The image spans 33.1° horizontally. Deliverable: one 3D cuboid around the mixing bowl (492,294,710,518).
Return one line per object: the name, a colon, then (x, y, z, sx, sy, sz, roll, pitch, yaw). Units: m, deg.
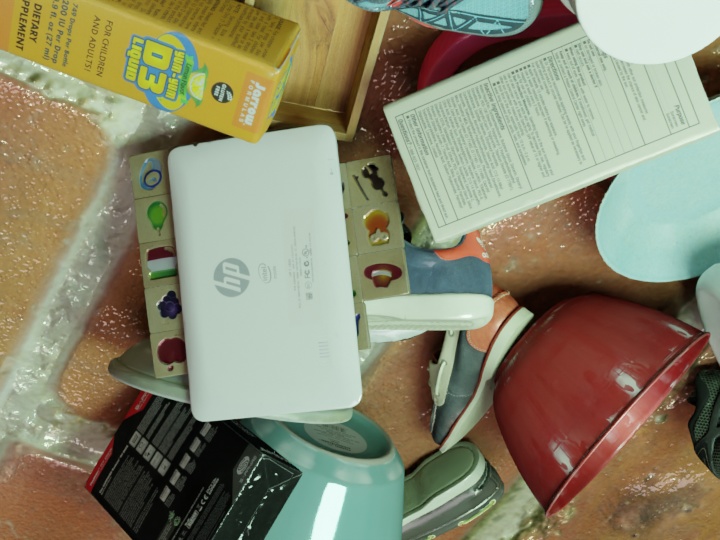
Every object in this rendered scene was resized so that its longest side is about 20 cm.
mixing bowl: (0.182, 0.093, 1.001, 0.108, 0.200, 0.200, 42, 126, 18)

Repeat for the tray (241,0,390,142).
tray: (-0.030, -0.188, 0.834, 0.098, 0.037, 0.200, 9, 129, -11)

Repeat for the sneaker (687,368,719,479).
sneaker: (0.364, 0.096, 1.071, 0.200, 0.114, 0.076, -49, 126, -1)

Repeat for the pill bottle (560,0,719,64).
pill bottle: (0.157, -0.213, 0.717, 0.114, 0.200, 0.114, -2, 130, -2)

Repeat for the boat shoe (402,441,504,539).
boat shoe: (0.042, 0.236, 1.162, 0.201, 0.072, 0.061, -30, 123, 18)

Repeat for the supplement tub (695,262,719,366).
supplement tub: (0.383, 0.026, 0.950, 0.200, 0.145, 0.145, -25, 127, 1)

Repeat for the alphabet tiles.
alphabet tiles: (-0.067, -0.018, 0.875, 0.199, 0.008, 0.168, -9, 85, 14)

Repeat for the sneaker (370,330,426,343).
sneaker: (-0.018, 0.003, 0.964, 0.199, 0.080, 0.087, -4, 128, -1)

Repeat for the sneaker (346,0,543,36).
sneaker: (0.024, -0.183, 0.756, 0.199, 0.096, 0.079, 17, 127, -16)

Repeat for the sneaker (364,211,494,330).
sneaker: (0.000, 0.000, 0.908, 0.199, 0.085, 0.075, 0, 168, 7)

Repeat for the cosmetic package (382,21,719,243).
cosmetic package: (0.128, -0.101, 0.821, 0.200, 0.073, 0.104, -21, 89, 12)

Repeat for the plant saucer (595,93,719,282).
plant saucer: (0.265, -0.073, 0.924, 0.200, 0.039, 0.201, -13, 141, -11)

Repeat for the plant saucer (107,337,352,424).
plant saucer: (-0.101, 0.077, 0.980, 0.200, 0.200, 0.050, 11, 90, -12)

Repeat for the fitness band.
fitness band: (0.141, -0.130, 0.891, 0.199, 0.037, 0.144, -5, 129, -1)

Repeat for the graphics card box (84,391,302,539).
graphics card box: (-0.142, 0.172, 0.996, 0.051, 0.200, 0.126, 34, 84, -36)

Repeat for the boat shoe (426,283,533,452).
boat shoe: (0.090, 0.084, 1.047, 0.063, 0.071, 0.200, 36, 141, 17)

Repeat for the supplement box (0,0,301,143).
supplement box: (-0.145, -0.157, 0.807, 0.199, 0.069, 0.067, 18, 129, -4)

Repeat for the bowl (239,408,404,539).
bowl: (-0.042, 0.179, 1.054, 0.200, 0.201, 0.105, 16, 106, -16)

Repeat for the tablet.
tablet: (-0.070, 0.003, 0.865, 0.130, 0.014, 0.201, -7, 85, 15)
